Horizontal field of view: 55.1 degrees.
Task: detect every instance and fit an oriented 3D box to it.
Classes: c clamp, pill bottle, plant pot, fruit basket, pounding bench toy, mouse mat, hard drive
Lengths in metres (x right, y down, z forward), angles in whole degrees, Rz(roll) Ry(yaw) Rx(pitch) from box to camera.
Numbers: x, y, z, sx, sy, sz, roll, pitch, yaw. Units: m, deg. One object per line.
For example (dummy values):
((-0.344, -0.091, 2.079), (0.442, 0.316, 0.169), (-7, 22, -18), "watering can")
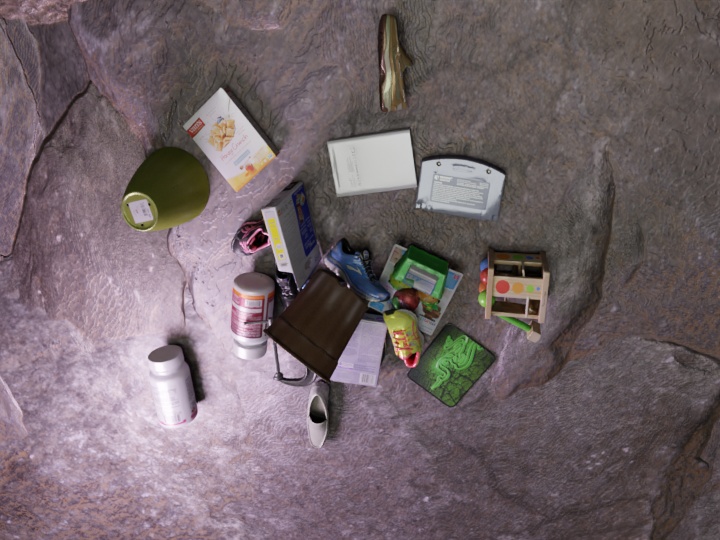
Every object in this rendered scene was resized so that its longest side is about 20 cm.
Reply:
((-0.192, 0.207, 1.740), (0.166, 0.027, 0.205), (-9, 109, 6), "c clamp")
((-0.279, 0.118, 1.771), (0.106, 0.110, 0.205), (11, 114, 6), "pill bottle")
((-0.093, 0.120, 1.606), (0.199, 0.200, 0.200), (37, 84, -7), "plant pot")
((0.129, 0.053, 1.676), (0.181, 0.094, 0.203), (24, 119, -1), "fruit basket")
((-0.480, -0.174, 1.636), (0.181, 0.201, 0.192), (4, 113, 9), "plant pot")
((0.353, 0.068, 1.621), (0.151, 0.125, 0.206), (3, 113, 9), "pounding bench toy")
((0.233, 0.249, 1.786), (0.159, 0.008, 0.202), (34, 113, -5), "mouse mat")
((0.029, -0.249, 1.603), (0.194, 0.026, 0.135), (-6, 111, 13), "hard drive")
((-0.519, 0.318, 1.899), (0.110, 0.114, 0.206), (-1, 112, 11), "pill bottle")

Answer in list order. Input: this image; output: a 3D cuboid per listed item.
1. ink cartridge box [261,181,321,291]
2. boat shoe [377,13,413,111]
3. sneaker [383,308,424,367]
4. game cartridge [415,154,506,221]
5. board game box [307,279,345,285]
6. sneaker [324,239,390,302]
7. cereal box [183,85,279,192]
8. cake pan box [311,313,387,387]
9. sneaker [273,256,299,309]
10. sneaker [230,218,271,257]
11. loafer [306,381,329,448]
((-0.157, -0.082, 1.615), (0.046, 0.198, 0.205), (-5, 111, 15), "ink cartridge box")
((0.077, -0.450, 1.496), (0.074, 0.072, 0.205), (-4, 120, -4), "boat shoe")
((0.109, 0.167, 1.685), (0.076, 0.092, 0.201), (-9, 141, 25), "sneaker")
((0.230, -0.193, 1.585), (0.194, 0.042, 0.137), (10, 110, 6), "game cartridge")
((-0.086, 0.126, 1.771), (0.130, 0.034, 0.205), (5, 113, 2), "board game box")
((0.000, 0.000, 1.660), (0.199, 0.078, 0.090), (42, 109, 21), "sneaker")
((-0.306, -0.310, 1.634), (0.143, 0.040, 0.201), (-36, 102, 22), "cereal box")
((-0.030, 0.194, 1.750), (0.194, 0.053, 0.189), (8, 115, 1), "cake pan box")
((-0.190, 0.026, 1.726), (0.073, 0.088, 0.205), (-1, 113, 10), "sneaker")
((-0.261, -0.074, 1.680), (0.197, 0.096, 0.080), (-24, 110, 39), "sneaker")
((-0.119, 0.403, 1.881), (0.068, 0.070, 0.206), (5, 113, 8), "loafer")
